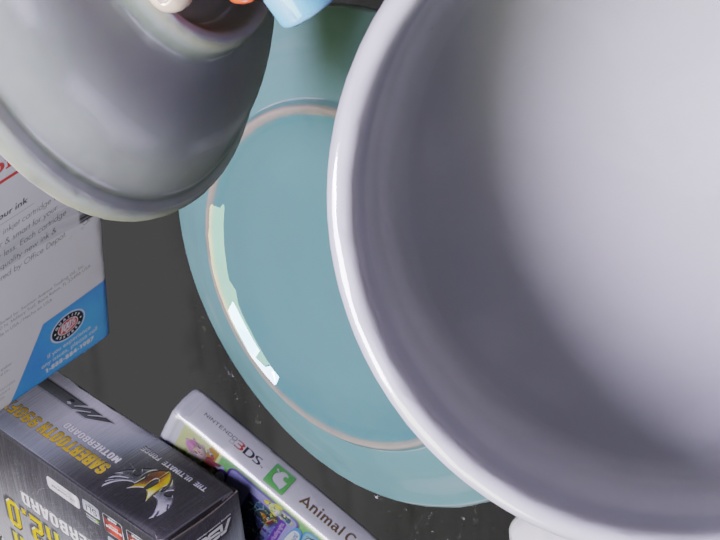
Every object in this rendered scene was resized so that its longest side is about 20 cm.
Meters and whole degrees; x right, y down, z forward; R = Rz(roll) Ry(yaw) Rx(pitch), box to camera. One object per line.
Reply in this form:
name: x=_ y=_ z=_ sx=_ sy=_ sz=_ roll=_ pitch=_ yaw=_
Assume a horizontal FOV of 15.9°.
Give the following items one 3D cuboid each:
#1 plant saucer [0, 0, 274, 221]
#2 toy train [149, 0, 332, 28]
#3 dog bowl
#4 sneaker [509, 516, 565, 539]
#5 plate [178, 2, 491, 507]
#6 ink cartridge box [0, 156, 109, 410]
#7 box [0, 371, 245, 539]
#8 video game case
plant saucer: x=-0.073 y=-0.118 z=0.820 sx=0.050 sy=0.200 sz=0.200 roll=-13 pitch=119 yaw=28
toy train: x=0.033 y=-0.085 z=0.802 sx=0.200 sy=0.150 sz=0.056 roll=49 pitch=-177 yaw=-15
dog bowl: x=0.092 y=-0.023 z=0.732 sx=0.200 sy=0.200 sz=0.079 roll=45 pitch=-173 yaw=-1
sneaker: x=0.120 y=0.166 z=1.029 sx=0.099 sy=0.078 sz=0.200 roll=5 pitch=121 yaw=52
plate: x=0.000 y=0.000 z=0.952 sx=0.200 sy=0.026 sz=0.200 roll=20 pitch=122 yaw=35
ink cartridge box: x=-0.173 y=-0.027 z=1.071 sx=0.068 sy=0.116 sz=0.200 roll=37 pitch=146 yaw=27
box: x=-0.132 y=0.129 z=1.224 sx=0.200 sy=0.048 sz=0.158 roll=31 pitch=140 yaw=36
video game case: x=-0.037 y=0.162 z=1.222 sx=0.182 sy=0.022 sz=0.200 roll=40 pitch=147 yaw=6
